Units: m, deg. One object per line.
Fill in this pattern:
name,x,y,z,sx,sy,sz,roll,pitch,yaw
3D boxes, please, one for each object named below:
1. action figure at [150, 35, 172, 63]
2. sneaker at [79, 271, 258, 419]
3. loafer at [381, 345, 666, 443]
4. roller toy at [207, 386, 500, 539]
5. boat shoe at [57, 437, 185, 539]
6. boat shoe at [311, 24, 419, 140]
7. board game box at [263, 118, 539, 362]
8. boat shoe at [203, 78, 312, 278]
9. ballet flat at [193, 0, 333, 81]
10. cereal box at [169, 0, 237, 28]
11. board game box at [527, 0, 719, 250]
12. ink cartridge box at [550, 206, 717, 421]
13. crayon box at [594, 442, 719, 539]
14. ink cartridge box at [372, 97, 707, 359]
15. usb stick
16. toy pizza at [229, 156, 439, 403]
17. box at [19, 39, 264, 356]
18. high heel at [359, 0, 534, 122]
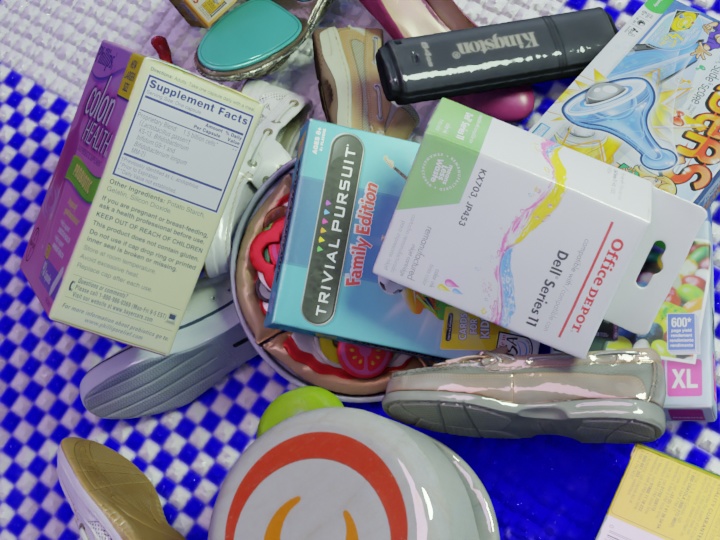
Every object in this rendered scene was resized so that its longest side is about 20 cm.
action figure,-0.155,-0.110,1.256,0.065,0.052,0.201,-29,65,2
sneaker,-0.134,0.051,1.177,0.199,0.073,0.071,-26,47,0
loafer,0.116,0.083,1.041,0.198,0.072,0.063,3,64,13
roller toy,-0.001,0.197,1.025,0.181,0.140,0.201,14,82,29
boat shoe,-0.184,0.206,1.112,0.200,0.071,0.070,45,114,41
boat shoe,0.012,-0.116,1.194,0.076,0.072,0.201,-9,68,-4
board game box,0.041,-0.014,1.083,0.199,0.047,0.152,12,82,-10
boat shoe,-0.080,-0.077,1.185,0.069,0.071,0.201,8,53,7
ballet flat,-0.061,-0.215,1.249,0.068,0.075,0.200,35,70,16
cereal box,-0.077,-0.287,1.258,0.200,0.144,0.040,-42,105,-2
board game box,0.226,-0.115,1.092,0.135,0.035,0.200,30,58,20
ink cartridge box,0.202,0.011,1.092,0.118,0.042,0.201,-2,66,17
crayon box,0.254,0.214,0.984,0.199,0.051,0.128,22,77,25
ink cartridge box,0.122,-0.021,0.998,0.199,0.067,0.118,22,119,2
usb stick,0.111,-0.169,1.156,0.199,0.033,0.056,-11,74,-14
toy pizza,0.000,0.000,1.119,0.199,0.032,0.202,0,87,-4
box,-0.173,-0.061,1.124,0.201,0.096,0.176,-68,23,5
high heel,0.060,-0.195,1.190,0.200,0.096,0.067,39,83,27
